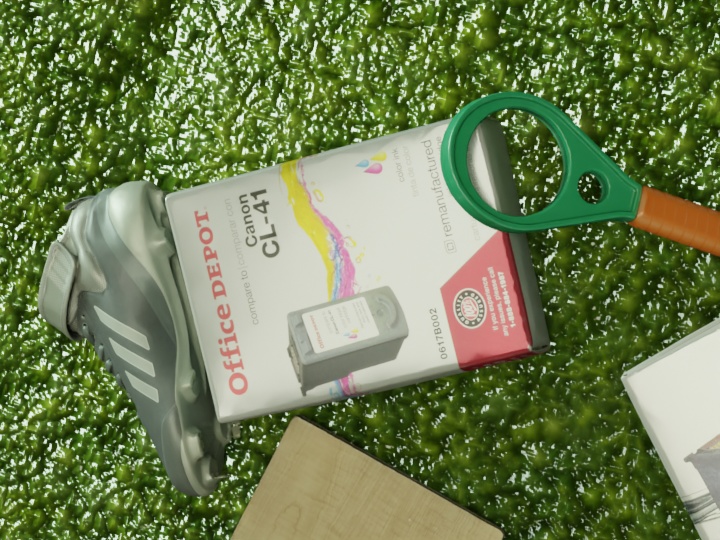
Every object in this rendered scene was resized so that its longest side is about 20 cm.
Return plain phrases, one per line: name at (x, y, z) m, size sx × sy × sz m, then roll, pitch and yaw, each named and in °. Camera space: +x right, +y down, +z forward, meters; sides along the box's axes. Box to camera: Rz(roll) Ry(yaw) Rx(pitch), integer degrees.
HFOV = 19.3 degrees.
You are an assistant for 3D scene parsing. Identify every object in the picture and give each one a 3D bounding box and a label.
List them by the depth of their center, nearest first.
ink cartridge box at (0.233, 0.122, 1.187) m, size 0.084 × 0.145 × 0.201 m, roll -28°, pitch 85°, yaw 14°
magnifying glass at (0.139, -0.045, 1.225) m, size 0.199 × 0.022 × 0.080 m, roll 18°, pitch 78°, yaw -14°
ink cartridge box at (0.000, 0.000, 1.272) m, size 0.199 × 0.086 × 0.148 m, roll -14°, pitch 88°, yaw 11°
puzzle board at (-0.020, 0.212, 1.316) m, size 0.150 × 0.017 × 0.201 m, roll 28°, pitch 98°, yaw 10°
baseball cleat at (-0.141, 0.048, 1.323) m, size 0.106 × 0.070 × 0.201 m, roll -15°, pitch 78°, yaw 20°
